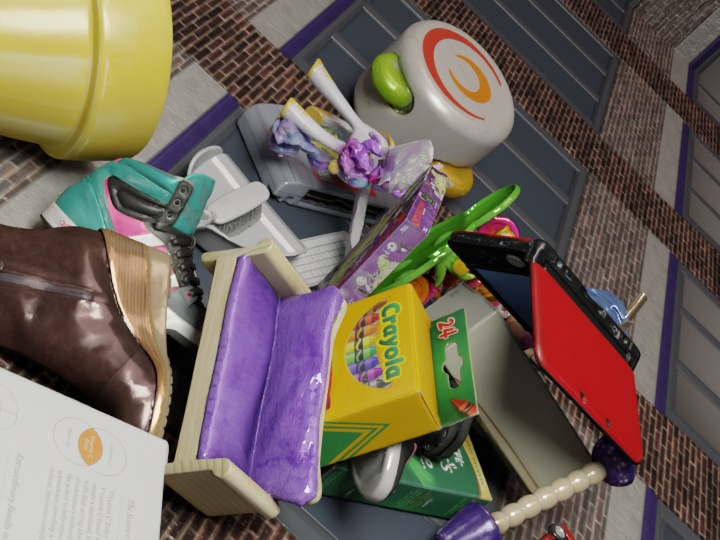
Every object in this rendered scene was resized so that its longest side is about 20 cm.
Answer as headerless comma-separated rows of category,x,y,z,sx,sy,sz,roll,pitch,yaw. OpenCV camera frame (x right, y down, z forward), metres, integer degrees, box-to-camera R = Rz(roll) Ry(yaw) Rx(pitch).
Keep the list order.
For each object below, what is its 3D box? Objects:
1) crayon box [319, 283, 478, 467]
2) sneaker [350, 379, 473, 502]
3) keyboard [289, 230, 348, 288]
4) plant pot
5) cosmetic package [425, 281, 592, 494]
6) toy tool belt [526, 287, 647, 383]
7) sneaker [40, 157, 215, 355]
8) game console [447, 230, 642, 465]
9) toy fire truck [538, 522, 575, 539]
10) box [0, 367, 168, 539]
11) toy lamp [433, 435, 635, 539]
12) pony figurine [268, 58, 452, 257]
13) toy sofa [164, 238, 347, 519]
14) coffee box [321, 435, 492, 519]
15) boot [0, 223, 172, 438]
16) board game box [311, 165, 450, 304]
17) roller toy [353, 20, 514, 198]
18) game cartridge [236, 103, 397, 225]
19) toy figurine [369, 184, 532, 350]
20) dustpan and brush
crayon box,-0.009,0.088,1.004,0.127,0.199,0.051,-93,159,-50
sneaker,0.051,0.138,1.058,0.099,0.071,0.200,32,28,-13
keyboard,-0.051,-0.009,1.261,0.056,0.011,0.200,54,30,13
plant pot,-0.280,-0.191,1.021,0.188,0.201,0.202,-4,54,-35
cosmetic package,0.137,0.119,1.196,0.200,0.073,0.104,54,-3,-20
toy tool belt,0.253,0.059,1.459,0.199,0.123,0.125,4,49,-50
sneaker,-0.151,-0.021,1.025,0.200,0.121,0.084,42,-6,-6
game console,0.168,0.069,1.134,0.200,0.172,0.119,44,67,-38
toy fire truck,0.171,0.318,1.107,0.141,0.049,0.200,55,29,14
box,-0.228,0.150,0.735,0.199,0.106,0.153,30,33,-27
toy lamp,0.157,0.212,1.124,0.199,0.058,0.058,-25,69,-21
pony figurine,0.002,-0.110,1.277,0.199,0.167,0.193,35,34,-7
toy sofa,-0.079,0.080,0.941,0.083,0.097,0.201,53,37,-49
coffee box,0.024,0.154,1.123,0.199,0.044,0.124,20,38,-38
boot,-0.225,0.059,0.911,0.165,0.072,0.201,8,63,-21
board game box,0.000,0.000,1.123,0.032,0.200,0.120,38,29,-11
roller toy,0.090,-0.204,1.556,0.200,0.140,0.183,43,40,-10
game cartridge,-0.043,-0.121,1.388,0.199,0.041,0.134,11,40,-46
toy figurine,0.129,0.041,1.287,0.185,0.199,0.150,55,5,-10
dustpan and brush,-0.134,-0.049,1.149,0.140,0.057,0.200,49,40,6
